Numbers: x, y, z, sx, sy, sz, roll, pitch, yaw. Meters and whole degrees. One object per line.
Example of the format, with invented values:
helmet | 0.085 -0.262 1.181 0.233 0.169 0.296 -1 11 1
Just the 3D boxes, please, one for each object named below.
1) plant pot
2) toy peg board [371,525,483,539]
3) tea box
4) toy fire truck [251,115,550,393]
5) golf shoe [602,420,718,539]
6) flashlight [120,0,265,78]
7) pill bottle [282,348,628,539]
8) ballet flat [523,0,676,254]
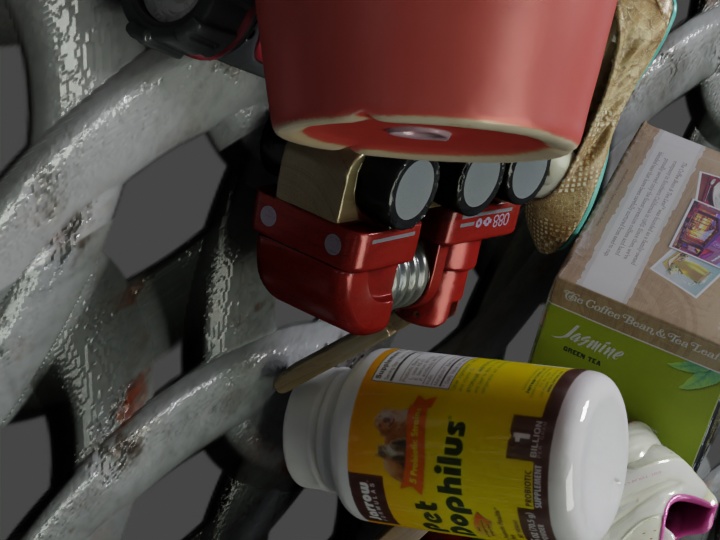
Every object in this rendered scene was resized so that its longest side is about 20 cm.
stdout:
plant pot | 0.034 -0.146 0.986 0.200 0.199 0.179 9 84 -60
toy peg board | 0.033 0.225 1.456 0.199 0.098 0.200 -39 174 -29
tea box | 0.205 0.042 1.514 0.200 0.133 0.198 -56 164 -47
toy fire truck | 0.000 0.000 1.253 0.176 0.128 0.201 -13 120 -52
golf shoe | 0.148 0.180 1.370 0.200 0.091 0.076 -42 152 -27
flashlight | -0.043 -0.125 1.086 0.200 0.068 0.068 13 106 -59
pill bottle | 0.056 0.107 1.330 0.109 0.199 0.110 -18 110 -61
ballet flat | 0.137 -0.106 1.410 0.065 0.071 0.201 10 111 -31
